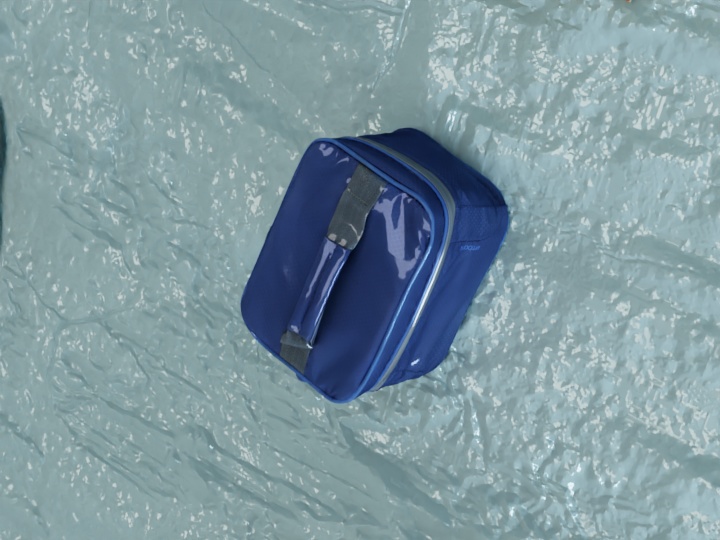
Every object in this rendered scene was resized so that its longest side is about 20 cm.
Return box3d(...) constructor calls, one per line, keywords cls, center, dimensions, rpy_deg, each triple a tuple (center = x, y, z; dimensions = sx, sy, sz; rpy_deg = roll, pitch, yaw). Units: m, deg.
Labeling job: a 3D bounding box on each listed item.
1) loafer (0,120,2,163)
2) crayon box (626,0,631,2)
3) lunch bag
box3d(cls="loafer", center=(-0.384, -0.099, 1.396), dimensions=(0.072, 0.063, 0.201), rpy_deg=(4, 99, 35))
box3d(cls="crayon box", center=(0.140, -0.293, 0.995), dimensions=(0.200, 0.051, 0.127), rpy_deg=(46, 119, 22))
box3d(cls="lunch bag", center=(0.000, 0.000, 1.087), dimensions=(0.136, 0.132, 0.201), rpy_deg=(36, 115, 27))
